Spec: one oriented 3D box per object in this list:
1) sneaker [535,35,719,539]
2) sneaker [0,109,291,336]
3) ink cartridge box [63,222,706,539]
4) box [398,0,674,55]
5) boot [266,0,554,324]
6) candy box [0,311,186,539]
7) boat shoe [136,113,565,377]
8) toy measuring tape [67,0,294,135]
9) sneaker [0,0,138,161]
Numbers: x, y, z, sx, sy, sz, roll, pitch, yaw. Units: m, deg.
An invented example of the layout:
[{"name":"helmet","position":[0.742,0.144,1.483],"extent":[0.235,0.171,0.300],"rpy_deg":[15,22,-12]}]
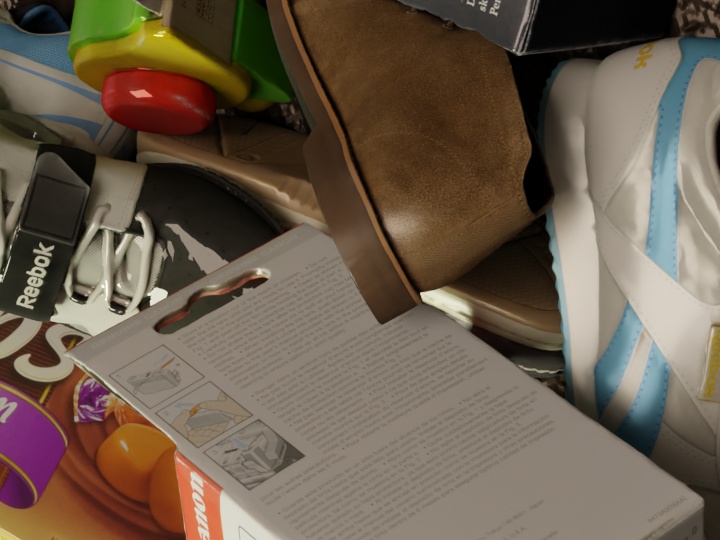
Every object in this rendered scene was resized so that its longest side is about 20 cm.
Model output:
[{"name":"sneaker","position":[0.116,0.023,0.940],"extent":[0.080,0.076,0.201],"rpy_deg":[-10,93,33]},{"name":"sneaker","position":[-0.118,-0.012,1.004],"extent":[0.199,0.088,0.075],"rpy_deg":[21,108,20]},{"name":"ink cartridge box","position":[0.004,0.067,0.911],"extent":[0.200,0.109,0.051],"rpy_deg":[35,143,41]},{"name":"box","position":[0.030,-0.197,0.947],"extent":[0.181,0.104,0.201],"rpy_deg":[25,110,28]},{"name":"boot","position":[0.014,-0.064,0.973],"extent":[0.075,0.074,0.201],"rpy_deg":[-27,39,6]},{"name":"candy box","position":[-0.116,0.049,1.061],"extent":[0.199,0.117,0.057],"rpy_deg":[31,158,16]},{"name":"boat shoe","position":[0.000,0.000,1.023],"extent":[0.199,0.072,0.065],"rpy_deg":[22,120,29]},{"name":"toy measuring tape","position":[-0.088,-0.095,0.992],"extent":[0.073,0.200,0.074],"rpy_deg":[-9,70,26]},{"name":"sneaker","position":[-0.154,-0.071,1.125],"extent":[0.199,0.072,0.073],"rpy_deg":[7,60,42]}]
